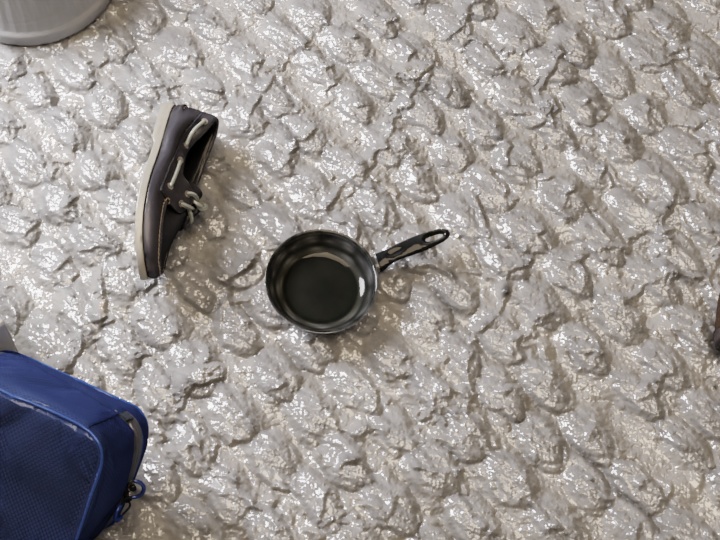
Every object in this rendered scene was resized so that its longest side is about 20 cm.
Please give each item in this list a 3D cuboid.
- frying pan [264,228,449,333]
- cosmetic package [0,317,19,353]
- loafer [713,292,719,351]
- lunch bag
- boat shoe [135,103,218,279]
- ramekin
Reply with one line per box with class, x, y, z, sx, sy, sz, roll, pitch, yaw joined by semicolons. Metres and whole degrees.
frying pan;-0.013;-0.010;1.326;0.115;0.031;0.190;42;66;15
cosmetic package;-0.418;0.021;1.249;0.085;0.108;0.200;-35;73;-18
loafer;0.447;0.035;1.306;0.198;0.073;0.072;-4;65;-6
lunch bag;-0.284;0.161;1.168;0.199;0.132;0.137;25;101;6
boat shoe;-0.185;-0.081;1.321;0.062;0.073;0.202;6;60;0
ramekin;-0.369;-0.355;1.432;0.200;0.094;0.204;1;65;-2
